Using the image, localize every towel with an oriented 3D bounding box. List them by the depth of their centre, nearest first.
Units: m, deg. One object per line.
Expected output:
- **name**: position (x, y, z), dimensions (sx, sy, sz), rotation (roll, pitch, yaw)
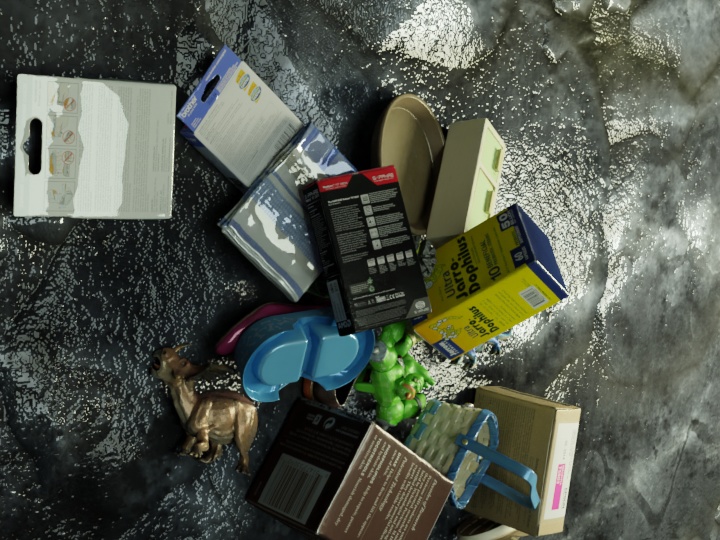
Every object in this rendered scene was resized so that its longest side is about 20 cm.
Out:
- **towel**: position (-0.076, -0.077, 1.542), dimensions (0.147, 0.024, 0.200), rotation (46, 67, -17)

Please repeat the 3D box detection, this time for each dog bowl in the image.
- **dog bowl**: position (-0.076, 0.104, 1.553), dimensions (0.198, 0.050, 0.112), rotation (-8, 127, -34)

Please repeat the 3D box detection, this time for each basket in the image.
- **basket**: position (0.170, 0.281, 1.748), dimensions (0.140, 0.199, 0.177), rotation (-54, 159, -17)

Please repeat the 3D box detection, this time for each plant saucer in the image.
- **plant saucer**: position (0.070, -0.150, 1.691), dimensions (0.199, 0.029, 0.203), rotation (13, 75, -56)

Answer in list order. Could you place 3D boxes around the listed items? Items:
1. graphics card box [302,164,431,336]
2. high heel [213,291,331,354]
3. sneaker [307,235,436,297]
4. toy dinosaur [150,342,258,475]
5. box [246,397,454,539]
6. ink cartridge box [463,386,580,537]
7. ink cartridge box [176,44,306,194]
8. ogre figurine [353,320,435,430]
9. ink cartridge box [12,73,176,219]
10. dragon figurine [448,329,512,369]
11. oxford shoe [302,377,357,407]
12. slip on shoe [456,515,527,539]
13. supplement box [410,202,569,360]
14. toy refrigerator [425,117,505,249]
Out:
- **graphics card box**: position (0.009, -0.026, 1.538), dimensions (0.124, 0.051, 0.202), rotation (-14, 86, -32)
- **high heel**: position (-0.100, 0.087, 1.575), dimensions (0.199, 0.067, 0.097), rotation (-31, 84, -36)
- **sneaker**: position (0.000, 0.000, 1.618), dimensions (0.198, 0.085, 0.079), rotation (-3, 82, -13)
- **toy dinosaur**: position (-0.181, 0.181, 1.534), dimensions (0.199, 0.085, 0.137), rotation (30, 71, -46)
- **box**: position (-0.013, 0.304, 1.641), dimensions (0.200, 0.165, 0.165), rotation (40, 71, -38)
- **ink cartridge box**: position (0.249, 0.296, 1.867), dimensions (0.075, 0.164, 0.203), rotation (6, 95, -45)
- **ink cartridge box**: position (-0.149, -0.180, 1.525), dimensions (0.200, 0.042, 0.120), rotation (45, 69, -39)
- **ogre figurine**: position (0.054, 0.145, 1.720), dimensions (0.120, 0.097, 0.201), rotation (-45, 155, -46)
- **ink cartridge box**: position (-0.313, -0.144, 1.390), dimensions (0.198, 0.057, 0.165), rotation (-1, 98, -32)
- **dragon figurine**: position (0.177, 0.088, 1.841), dimensions (0.199, 0.059, 0.101), rotation (-21, 111, -36)
- **oxford shoe**: position (-0.011, 0.098, 1.669), dimensions (0.071, 0.072, 0.202), rotation (25, 81, -40)
- **slip on shoe**: position (0.236, 0.423, 1.942), dimensions (0.199, 0.076, 0.061), rotation (-14, 101, -46)
- **supplement box**: position (0.170, 0.018, 1.653), dimensions (0.109, 0.199, 0.110), rotation (39, 28, -44)
- **toy refrigerator**: position (0.158, -0.118, 1.738), dimensions (0.076, 0.069, 0.202), rotation (45, 49, -46)
